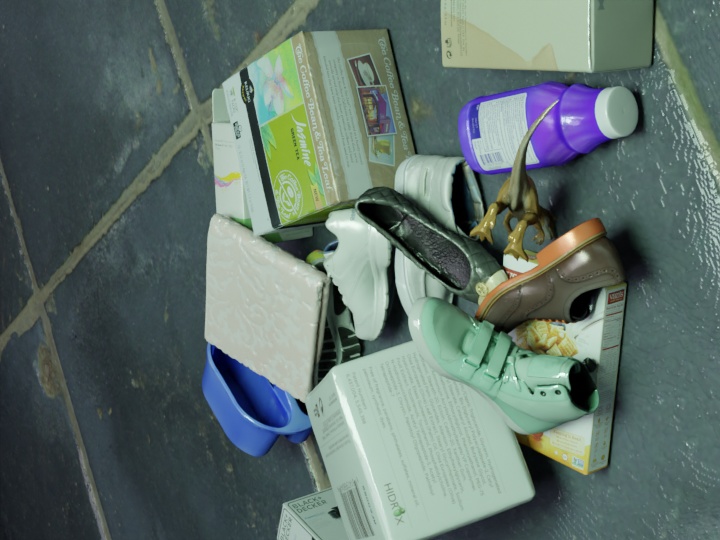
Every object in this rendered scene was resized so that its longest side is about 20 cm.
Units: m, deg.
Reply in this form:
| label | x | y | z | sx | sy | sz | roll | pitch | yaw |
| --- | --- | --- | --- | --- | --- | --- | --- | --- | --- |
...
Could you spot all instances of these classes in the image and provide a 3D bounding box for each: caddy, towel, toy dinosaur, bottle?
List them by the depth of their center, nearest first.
| label | x | y | z | sx | sy | sz | roll | pitch | yaw |
| --- | --- | --- | --- | --- | --- | --- | --- | --- | --- |
| toy dinosaur | 0.152 | -0.075 | 1.126 | 0.060 | 0.107 | 0.200 | 19 | 161 | 20 |
| bottle | 0.183 | -0.145 | 1.154 | 0.199 | 0.065 | 0.084 | -4 | 101 | 53 |
| towel | -0.121 | 0.047 | 1.477 | 0.199 | 0.032 | 0.193 | 28 | 127 | 32 |
| caddy | -0.131 | 0.152 | 1.584 | 0.201 | 0.140 | 0.105 | 54 | 139 | 29 |

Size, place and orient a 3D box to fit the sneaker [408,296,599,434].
| label | x | y | z | sx | sy | sz | roll | pitch | yaw |
| --- | --- | --- | --- | --- | --- | --- | --- | --- | --- |
| sneaker | 0.146 | 0.080 | 1.128 | 0.200 | 0.074 | 0.118 | 39 | 144 | -21 |

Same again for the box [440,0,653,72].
| label | x | y | z | sx | sy | sz | roll | pitch | yaw |
| --- | --- | --- | --- | --- | --- | --- | --- | --- | --- |
| box | 0.176 | -0.235 | 1.120 | 0.199 | 0.094 | 0.079 | 16 | 112 | 52 |

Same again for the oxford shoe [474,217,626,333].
| label | x | y | z | sx | sy | sz | roll | pitch | yaw |
| --- | --- | --- | --- | --- | --- | --- | --- | --- | --- |
| oxford shoe | 0.180 | 0.030 | 1.139 | 0.073 | 0.071 | 0.200 | 59 | 142 | 13 |

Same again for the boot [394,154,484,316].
| label | x | y | z | sx | sy | sz | roll | pitch | yaw |
| --- | --- | --- | --- | --- | --- | --- | --- | --- | --- |
| boot | 0.091 | -0.029 | 1.300 | 0.095 | 0.073 | 0.202 | 5 | 105 | 52 |

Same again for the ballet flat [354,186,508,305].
| label | x | y | z | sx | sy | sz | roll | pitch | yaw |
| --- | --- | --- | --- | --- | --- | --- | --- | --- | --- |
| ballet flat | 0.075 | -0.020 | 1.246 | 0.199 | 0.057 | 0.067 | 36 | 122 | 18 |

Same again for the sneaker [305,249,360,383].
| label | x | y | z | sx | sy | sz | roll | pitch | yaw |
| --- | --- | --- | --- | --- | --- | --- | --- | --- | --- |
| sneaker | -0.044 | 0.064 | 1.515 | 0.090 | 0.077 | 0.202 | -115 | 25 | -61 |

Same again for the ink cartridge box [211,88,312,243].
| label | x | y | z | sx | sy | sz | roll | pitch | yaw |
| --- | --- | --- | --- | --- | --- | --- | --- | --- | --- |
| ink cartridge box | -0.128 | -0.139 | 1.525 | 0.067 | 0.116 | 0.202 | 12 | 109 | 48 |

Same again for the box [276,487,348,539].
| label | x | y | z | sx | sy | sz | roll | pitch | yaw |
| --- | --- | --- | --- | --- | --- | --- | --- | --- | --- |
| box | -0.005 | 0.362 | 1.490 | 0.200 | 0.116 | 0.061 | 36 | 126 | 43 |

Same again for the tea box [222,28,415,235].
| label | x | y | z | sx | sy | sz | roll | pitch | yaw |
| --- | --- | --- | --- | --- | --- | --- | --- | --- | --- |
| tea box | -0.049 | -0.164 | 1.401 | 0.196 | 0.133 | 0.202 | -18 | 84 | 52 |

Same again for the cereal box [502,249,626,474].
| label | x | y | z | sx | sy | sz | roll | pitch | yaw |
| --- | --- | --- | --- | --- | --- | --- | --- | --- | --- |
| cereal box | 0.202 | 0.092 | 1.210 | 0.143 | 0.039 | 0.202 | 21 | 115 | 49 |

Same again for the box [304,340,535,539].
| label | x | y | z | sx | sy | sz | roll | pitch | yaw |
| --- | --- | --- | --- | --- | --- | --- | --- | --- | --- |
| box | 0.058 | 0.189 | 1.271 | 0.199 | 0.170 | 0.202 | 126 | 127 | -71 |

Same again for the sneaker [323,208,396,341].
| label | x | y | z | sx | sy | sz | roll | pitch | yaw |
| --- | --- | --- | --- | --- | --- | --- | --- | --- | --- |
| sneaker | 0.000 | 0.000 | 1.385 | 0.075 | 0.086 | 0.201 | -75 | -11 | -51 |
